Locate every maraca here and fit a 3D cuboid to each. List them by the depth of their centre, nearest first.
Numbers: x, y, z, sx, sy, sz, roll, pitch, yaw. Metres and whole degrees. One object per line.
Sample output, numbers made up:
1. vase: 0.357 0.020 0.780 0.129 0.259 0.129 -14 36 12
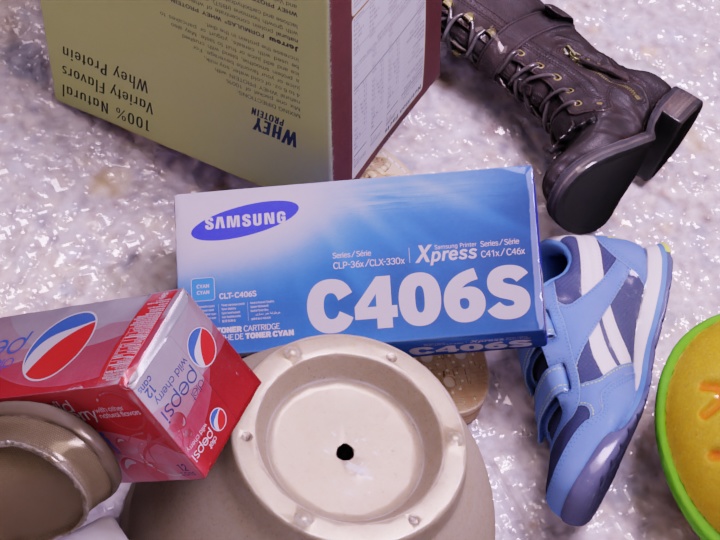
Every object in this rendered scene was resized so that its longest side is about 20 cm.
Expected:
1. maraca: 0.233 0.115 1.141 0.137 0.107 0.201 -7 68 -13

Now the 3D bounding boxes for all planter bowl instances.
1. planter bowl: -0.017 0.115 1.060 0.200 0.135 0.201 7 55 -10

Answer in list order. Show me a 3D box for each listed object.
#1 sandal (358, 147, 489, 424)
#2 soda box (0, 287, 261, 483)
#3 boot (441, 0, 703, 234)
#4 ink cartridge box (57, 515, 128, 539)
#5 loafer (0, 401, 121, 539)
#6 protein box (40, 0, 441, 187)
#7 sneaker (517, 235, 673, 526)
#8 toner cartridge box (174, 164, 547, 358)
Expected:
1. sandal: 0.029 -0.015 1.199 0.077 0.070 0.212 -10 59 -20
2. soda box: -0.148 0.063 1.029 0.070 0.200 0.063 53 50 -28
3. boot: 0.105 -0.112 1.276 0.174 0.069 0.200 36 32 13
4. ink cartridge box: -0.130 0.240 0.978 0.145 0.083 0.200 -25 66 -27
5. loafer: -0.203 0.119 0.998 0.076 0.200 0.068 56 32 -28
6. protein box: -0.068 -0.175 1.180 0.198 0.200 0.135 23 53 19
7. sneaker: 0.122 0.058 1.174 0.082 0.074 0.200 17 47 1
8. toner cartridge box: 0.000 0.000 1.143 0.199 0.043 0.095 -5 75 5
